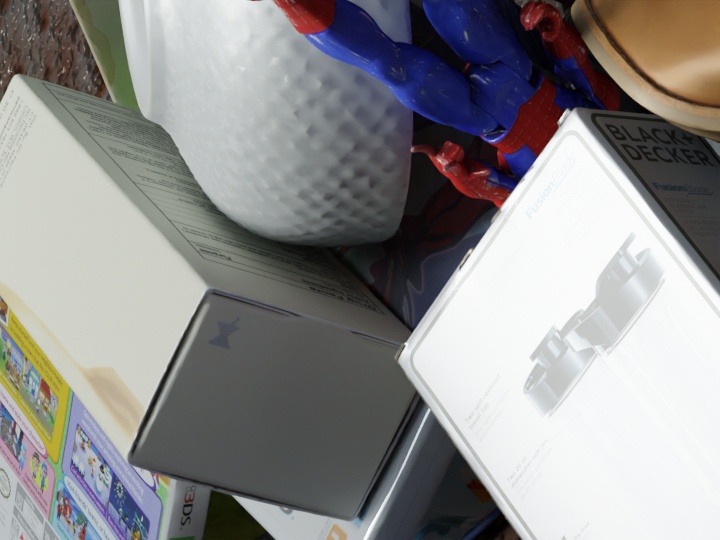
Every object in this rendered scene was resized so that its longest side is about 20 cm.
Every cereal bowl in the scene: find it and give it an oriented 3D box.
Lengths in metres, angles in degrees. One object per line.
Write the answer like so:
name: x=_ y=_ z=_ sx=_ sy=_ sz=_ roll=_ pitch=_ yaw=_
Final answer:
cereal bowl: x=-0.041 y=-0.104 z=1.032 sx=0.200 sy=0.083 sz=0.201 roll=173 pitch=90 yaw=-81

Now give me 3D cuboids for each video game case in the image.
video game case: x=-0.119 y=0.091 z=1.213 sx=0.200 sy=0.022 sz=0.183 roll=45 pitch=132 yaw=50
video game case: x=0.000 y=0.000 z=1.098 sx=0.182 sy=0.023 sz=0.201 roll=38 pitch=104 yaw=55

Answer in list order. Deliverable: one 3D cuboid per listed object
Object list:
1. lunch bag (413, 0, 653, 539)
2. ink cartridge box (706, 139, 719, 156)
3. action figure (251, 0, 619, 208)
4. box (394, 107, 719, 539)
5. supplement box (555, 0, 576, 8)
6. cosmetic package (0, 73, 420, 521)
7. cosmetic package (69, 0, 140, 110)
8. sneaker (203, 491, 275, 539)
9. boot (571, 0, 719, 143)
lunch bag: x=0.035 y=0.003 z=1.142 sx=0.200 sy=0.082 sz=0.161 roll=-47 pitch=39 yaw=30
ink cartridge box: x=0.168 y=0.000 z=0.964 sx=0.200 sy=0.075 sz=0.148 roll=-52 pitch=40 yaw=32
action figure: x=0.037 y=-0.061 z=0.939 sx=0.052 sy=0.200 sz=0.066 roll=30 pitch=87 yaw=45
box: x=0.107 y=0.058 z=0.904 sx=0.200 sy=0.060 sz=0.117 roll=53 pitch=125 yaw=31
supplement box: x=0.105 y=-0.144 z=1.002 sx=0.086 sy=0.199 sz=0.111 roll=-44 pitch=43 yaw=33
cosmetic package: x=-0.067 y=0.007 z=1.081 sx=0.071 sy=0.105 sz=0.200 roll=-63 pitch=33 yaw=13
cosmetic package: x=-0.096 y=-0.146 z=1.276 sx=0.200 sy=0.073 sz=0.104 roll=77 pitch=176 yaw=-68
sneaker: x=-0.064 y=0.082 z=1.247 sx=0.200 sy=0.075 sz=0.077 roll=24 pitch=95 yaw=54
boot: x=0.160 y=-0.100 z=0.890 sx=0.200 sy=0.073 sz=0.155 roll=35 pitch=105 yaw=46
